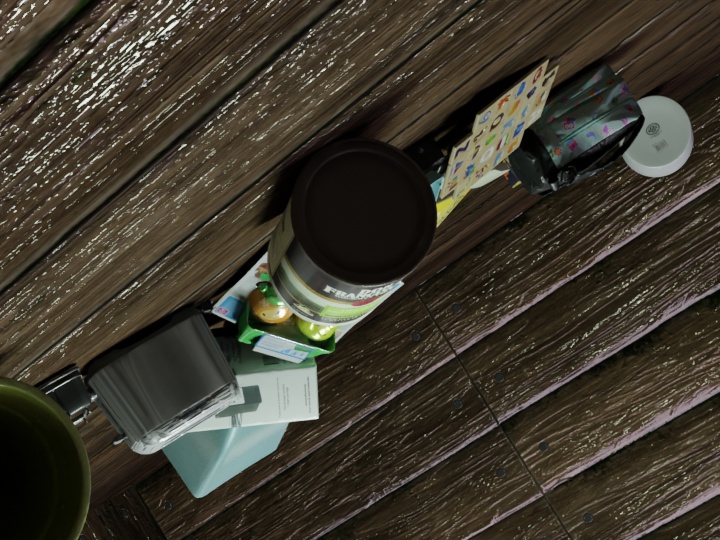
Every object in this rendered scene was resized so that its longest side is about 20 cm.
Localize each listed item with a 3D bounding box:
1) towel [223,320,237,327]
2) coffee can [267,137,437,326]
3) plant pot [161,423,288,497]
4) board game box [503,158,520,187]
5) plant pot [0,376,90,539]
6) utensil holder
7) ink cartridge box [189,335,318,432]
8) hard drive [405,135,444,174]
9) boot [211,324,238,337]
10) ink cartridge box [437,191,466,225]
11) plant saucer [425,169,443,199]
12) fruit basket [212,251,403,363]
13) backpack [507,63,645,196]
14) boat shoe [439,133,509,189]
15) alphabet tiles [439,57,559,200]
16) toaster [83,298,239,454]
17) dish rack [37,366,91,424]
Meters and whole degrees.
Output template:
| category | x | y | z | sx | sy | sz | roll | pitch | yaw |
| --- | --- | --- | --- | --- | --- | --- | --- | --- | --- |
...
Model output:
| category | x | y | z | sx | sy | sz | roll | pitch | yaw |
| --- | --- | --- | --- | --- | --- | --- | --- | --- | --- |
| towel | -0.117 | 0.034 | 1.842 | 0.199 | 0.023 | 0.145 | -36 | 172 | 9 |
| coffee can | -0.014 | -0.034 | 1.227 | 0.145 | 0.147 | 0.200 | -31 | 174 | -17 |
| plant pot | -0.229 | 0.221 | 1.993 | 0.195 | 0.197 | 0.201 | -28 | 163 | -40 |
| board game box | 0.347 | -0.234 | 2.020 | 0.199 | 0.057 | 0.165 | -32 | 175 | -17 |
| plant pot | -0.392 | 0.215 | 1.157 | 0.199 | 0.202 | 0.189 | -28 | -174 | -37 |
| utensil holder | 0.662 | -0.303 | 2.659 | 0.169 | 0.171 | 0.200 | -34 | 171 | 13 |
| ink cartridge box | -0.163 | 0.151 | 1.642 | 0.197 | 0.084 | 0.147 | -4 | -162 | -7 |
| hard drive | 0.010 | -0.086 | 1.483 | 0.198 | 0.038 | 0.140 | -32 | 174 | -8 |
| boot | -0.140 | 0.064 | 1.724 | 0.163 | 0.066 | 0.200 | 0 | 145 | -47 |
| ink cartridge box | 0.092 | -0.077 | 1.882 | 0.199 | 0.047 | 0.198 | -24 | 162 | -41 |
| plant saucer | 0.068 | -0.088 | 1.506 | 0.069 | 0.019 | 0.200 | -34 | 175 | -3 |
| fruit basket | -0.071 | 0.042 | 1.512 | 0.183 | 0.095 | 0.199 | 19 | 149 | -27 |
| backpack | 0.317 | -0.207 | 1.738 | 0.199 | 0.127 | 0.167 | -34 | -174 | -2 |
| boat shoe | 0.143 | -0.148 | 1.586 | 0.071 | 0.061 | 0.201 | -27 | 174 | 23 |
| alphabet tiles | 0.172 | -0.173 | 1.464 | 0.199 | 0.006 | 0.167 | -40 | 159 | -27 |
| toaster | -0.241 | 0.139 | 1.494 | 0.199 | 0.130 | 0.114 | -31 | 175 | -26 |
| dish rack | -0.399 | 0.190 | 1.439 | 0.152 | 0.055 | 0.200 | -30 | 175 | -18 |
